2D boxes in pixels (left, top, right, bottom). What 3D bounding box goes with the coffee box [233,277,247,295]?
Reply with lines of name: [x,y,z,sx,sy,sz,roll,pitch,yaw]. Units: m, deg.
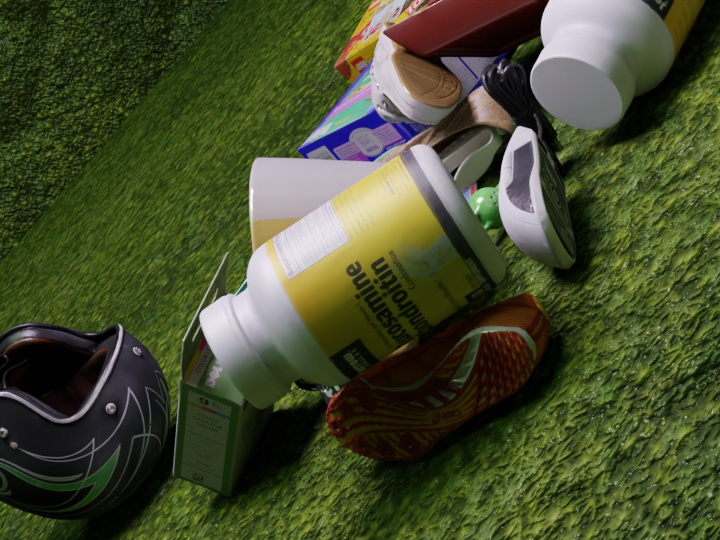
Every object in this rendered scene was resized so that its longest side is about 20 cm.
coffee box: [-0.069,-0.002,1.428,0.200,0.044,0.123,-54,-5,-11]

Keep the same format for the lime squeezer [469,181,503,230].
lime squeezer: [0.088,-0.034,1.230,0.200,0.038,0.071,-52,19,-8]

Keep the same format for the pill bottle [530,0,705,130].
pill bottle: [0.214,-0.213,1.183,0.112,0.112,0.201,-19,35,55]

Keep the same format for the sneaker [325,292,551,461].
sneaker: [0.058,0.081,1.052,0.199,0.073,0.077,-27,11,34]

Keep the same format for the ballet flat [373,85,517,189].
ballet flat: [0.067,-0.089,1.318,0.199,0.068,0.073,-34,42,23]

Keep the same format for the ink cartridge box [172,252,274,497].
ink cartridge box: [-0.110,0.092,1.235,0.201,0.059,0.104,101,-170,-49]

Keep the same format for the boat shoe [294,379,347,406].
boat shoe: [-0.030,0.075,1.242,0.066,0.070,0.200,-47,26,-2]

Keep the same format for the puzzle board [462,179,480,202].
puzzle board: [0.052,-0.065,1.400,0.151,0.017,0.200,-41,21,22]

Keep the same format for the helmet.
helmet: [-0.286,0.150,1.457,0.200,0.189,0.202,-175,90,-86]

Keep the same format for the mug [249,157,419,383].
mug: [0.000,-0.004,1.163,0.152,0.188,0.149,-6,-6,4]

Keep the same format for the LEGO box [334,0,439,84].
LEGO box: [0.080,-0.296,1.692,0.200,0.077,0.149,-26,29,48]

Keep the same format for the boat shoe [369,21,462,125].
boat shoe: [0.044,-0.164,1.335,0.200,0.070,0.070,-99,34,-65]

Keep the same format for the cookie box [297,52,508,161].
cookie box: [0.051,-0.187,1.526,0.171,0.075,0.200,-20,28,55]

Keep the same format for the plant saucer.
plant saucer: [0.150,-0.242,1.336,0.199,0.037,0.200,-22,-4,31]

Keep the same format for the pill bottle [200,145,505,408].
pill bottle: [-0.007,0.010,1.019,0.199,0.112,0.112,-33,21,6]

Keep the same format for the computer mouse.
computer mouse: [0.127,-0.071,1.123,0.044,0.110,0.201,-21,33,18]
